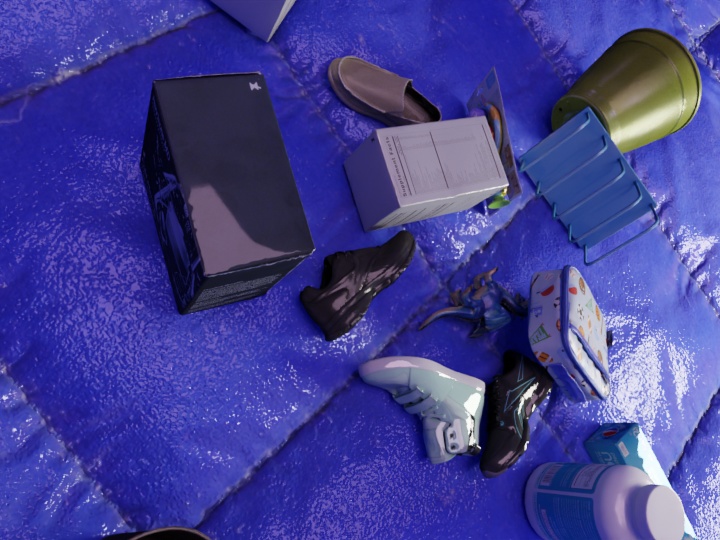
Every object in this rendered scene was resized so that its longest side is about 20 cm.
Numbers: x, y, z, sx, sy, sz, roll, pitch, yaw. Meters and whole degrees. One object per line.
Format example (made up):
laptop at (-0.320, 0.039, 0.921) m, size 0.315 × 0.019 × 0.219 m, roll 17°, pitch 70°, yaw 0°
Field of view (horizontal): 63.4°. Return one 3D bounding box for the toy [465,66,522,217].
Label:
toy at (0.191, -0.195, 0.911) m, size 0.046 × 0.115 × 0.204 m, roll -9°, pitch 79°, yaw -14°

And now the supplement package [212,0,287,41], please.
supplement package at (-0.118, -0.450, 0.816) m, size 0.113 × 0.109 × 0.202 m, roll 32°, pitch 64°, yaw -15°

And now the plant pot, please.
plant pot at (0.450, -0.290, 1.032) m, size 0.191 × 0.200 × 0.202 m, roll -32°, pitch 91°, yaw -18°

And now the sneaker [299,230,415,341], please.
sneaker at (0.000, 0.000, 0.783) m, size 0.091 × 0.076 × 0.200 m, roll 45°, pitch 59°, yaw 0°

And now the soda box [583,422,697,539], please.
soda box at (0.433, 0.341, 0.904) m, size 0.064 × 0.068 × 0.203 m, roll -26°, pitch 88°, yaw -29°

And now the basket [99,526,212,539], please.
basket at (-0.208, 0.307, 0.517) m, size 0.135 × 0.199 × 0.182 m, roll 38°, pitch 64°, yaw -12°

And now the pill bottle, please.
pill bottle at (0.322, 0.318, 0.779) m, size 0.109 × 0.199 × 0.113 m, roll 7°, pitch 73°, yaw -24°

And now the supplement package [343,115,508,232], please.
supplement package at (0.094, -0.141, 0.844) m, size 0.197 × 0.109 × 0.116 m, roll -14°, pitch 82°, yaw -29°

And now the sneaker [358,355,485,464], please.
sneaker at (0.084, 0.186, 0.766) m, size 0.198 × 0.074 × 0.120 m, roll 19°, pitch 62°, yaw -24°

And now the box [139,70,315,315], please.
box at (-0.158, -0.076, 0.651) m, size 0.122 × 0.196 × 0.204 m, roll -14°, pitch 81°, yaw -28°

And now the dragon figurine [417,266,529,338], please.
dragon figurine at (0.183, 0.064, 0.862) m, size 0.198 × 0.059 × 0.101 m, roll -31°, pitch 90°, yaw -31°

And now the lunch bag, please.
lunch bag at (0.316, 0.102, 0.868) m, size 0.200 × 0.075 × 0.162 m, roll 44°, pitch 45°, yaw -36°

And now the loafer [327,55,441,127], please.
loafer at (0.044, -0.265, 0.878) m, size 0.198 × 0.068 × 0.077 m, roll 27°, pitch 66°, yaw -18°

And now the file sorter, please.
file sorter at (0.363, -0.130, 0.937) m, size 0.201 × 0.138 × 0.123 m, roll 52°, pitch 29°, yaw -5°

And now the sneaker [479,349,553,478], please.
sneaker at (0.207, 0.202, 0.837) m, size 0.079 × 0.076 × 0.201 m, roll 39°, pitch 53°, yaw -1°
